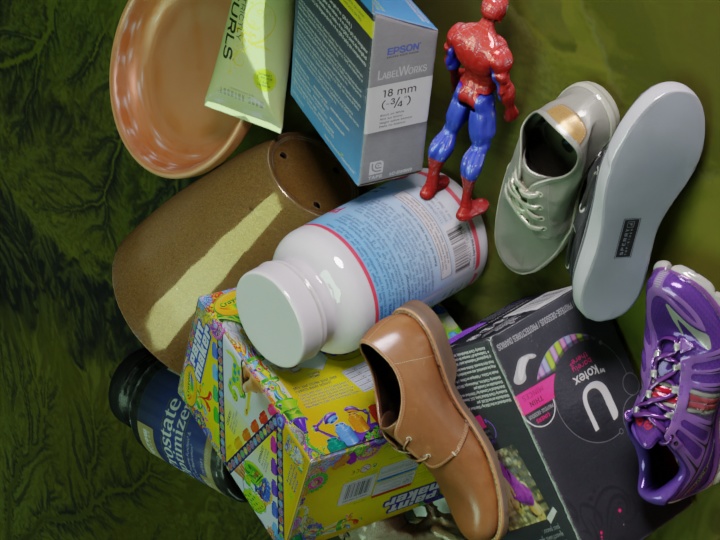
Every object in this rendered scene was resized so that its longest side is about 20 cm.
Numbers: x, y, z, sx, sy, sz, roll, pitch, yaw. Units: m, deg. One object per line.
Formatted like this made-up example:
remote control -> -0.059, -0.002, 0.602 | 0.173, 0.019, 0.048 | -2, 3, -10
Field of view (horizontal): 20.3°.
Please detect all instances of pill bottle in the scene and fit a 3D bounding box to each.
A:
pill bottle -> -0.160, 0.147, 2.013 | 0.200, 0.112, 0.112 | 22, 129, 43
pill bottle -> 0.000, 0.000, 1.629 | 0.109, 0.200, 0.109 | 30, 134, 37

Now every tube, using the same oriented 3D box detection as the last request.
tube -> -0.079, -0.217, 1.666 | 0.058, 0.052, 0.201 | -130, 47, -56

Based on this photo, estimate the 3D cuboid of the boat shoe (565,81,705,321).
boat shoe -> 0.193, -0.059, 1.466 | 0.066, 0.070, 0.200 | -114, 28, -50

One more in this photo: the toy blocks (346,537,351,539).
toy blocks -> -0.029, 0.168, 1.871 | 0.200, 0.100, 0.137 | 64, 173, -3

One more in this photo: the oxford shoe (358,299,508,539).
oxford shoe -> 0.052, 0.128, 1.552 | 0.071, 0.071, 0.201 | -15, 101, 56

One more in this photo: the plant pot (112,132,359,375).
plant pot -> -0.090, -0.025, 1.775 | 0.187, 0.186, 0.200 | 54, 130, 12

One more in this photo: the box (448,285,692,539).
box -> 0.153, 0.127, 1.586 | 0.106, 0.122, 0.200 | -18, 99, 56

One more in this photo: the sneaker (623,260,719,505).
sneaker -> 0.235, 0.090, 1.491 | 0.081, 0.083, 0.201 | 21, 127, 43

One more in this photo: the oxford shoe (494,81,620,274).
oxford shoe -> 0.136, -0.065, 1.536 | 0.075, 0.058, 0.200 | 46, 144, 18

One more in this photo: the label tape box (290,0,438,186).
label tape box -> 0.002, -0.191, 1.584 | 0.144, 0.063, 0.200 | -125, 30, -44

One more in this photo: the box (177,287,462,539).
box -> -0.016, 0.103, 1.687 | 0.193, 0.199, 0.122 | 54, 144, 33

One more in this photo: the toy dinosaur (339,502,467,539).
toy dinosaur -> 0.005, 0.200, 1.761 | 0.200, 0.135, 0.086 | 48, 137, 14

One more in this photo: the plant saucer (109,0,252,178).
plant saucer -> -0.147, -0.180, 1.782 | 0.200, 0.037, 0.201 | -5, 83, 44

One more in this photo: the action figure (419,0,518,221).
action figure -> 0.088, -0.132, 1.558 | 0.065, 0.052, 0.200 | 37, 141, 25

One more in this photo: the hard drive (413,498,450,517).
hard drive -> 0.096, 0.216, 1.806 | 0.132, 0.026, 0.200 | -24, 93, 56
